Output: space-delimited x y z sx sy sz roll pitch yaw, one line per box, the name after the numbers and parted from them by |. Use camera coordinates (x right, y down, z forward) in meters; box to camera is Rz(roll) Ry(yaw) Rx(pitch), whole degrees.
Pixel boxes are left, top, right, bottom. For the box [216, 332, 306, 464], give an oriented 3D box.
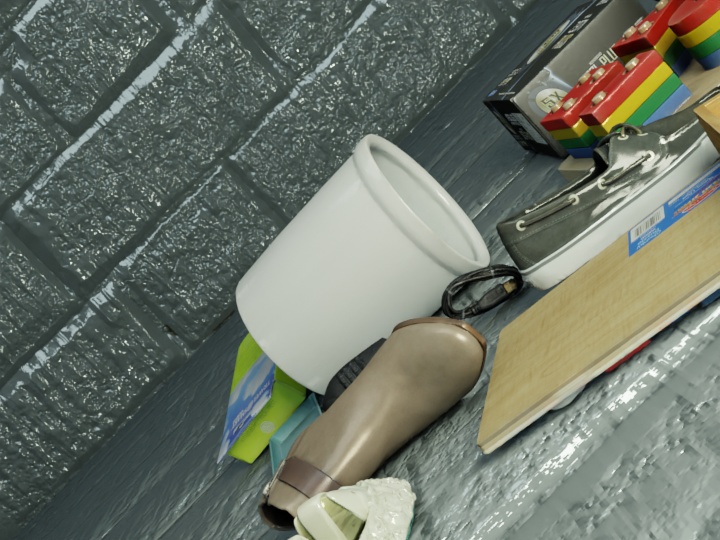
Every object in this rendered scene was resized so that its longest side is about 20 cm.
-0.106 0.121 1.089 0.122 0.047 0.201 -52 20 28 | box

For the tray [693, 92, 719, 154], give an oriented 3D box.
0.241 -0.079 0.489 0.098 0.037 0.200 -33 12 17 | tray

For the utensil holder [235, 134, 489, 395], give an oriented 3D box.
0.000 0.000 0.932 0.200 0.170 0.170 -46 7 18 | utensil holder

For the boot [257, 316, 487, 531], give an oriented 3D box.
0.001 0.119 0.664 0.146 0.070 0.200 -48 -1 -29 | boot

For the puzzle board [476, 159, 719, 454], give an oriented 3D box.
0.155 0.018 0.574 0.200 0.017 0.151 -41 8 25 | puzzle board

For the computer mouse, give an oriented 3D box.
0.051 0.064 0.774 0.199 0.059 0.034 -40 31 12 | computer mouse

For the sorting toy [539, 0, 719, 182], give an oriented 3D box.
0.251 -0.167 0.800 0.199 0.070 0.200 -45 8 1 | sorting toy

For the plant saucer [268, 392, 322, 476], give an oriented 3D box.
-0.056 0.166 0.912 0.070 0.019 0.200 -46 9 -2 | plant saucer

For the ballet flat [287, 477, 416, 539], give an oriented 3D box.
-0.013 0.163 0.536 0.072 0.072 0.200 -42 8 21 | ballet flat

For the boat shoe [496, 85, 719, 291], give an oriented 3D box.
0.183 -0.068 0.667 0.199 0.057 0.069 -40 8 4 | boat shoe

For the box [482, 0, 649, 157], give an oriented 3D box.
0.236 -0.218 1.074 0.164 0.086 0.200 -44 8 6 | box
